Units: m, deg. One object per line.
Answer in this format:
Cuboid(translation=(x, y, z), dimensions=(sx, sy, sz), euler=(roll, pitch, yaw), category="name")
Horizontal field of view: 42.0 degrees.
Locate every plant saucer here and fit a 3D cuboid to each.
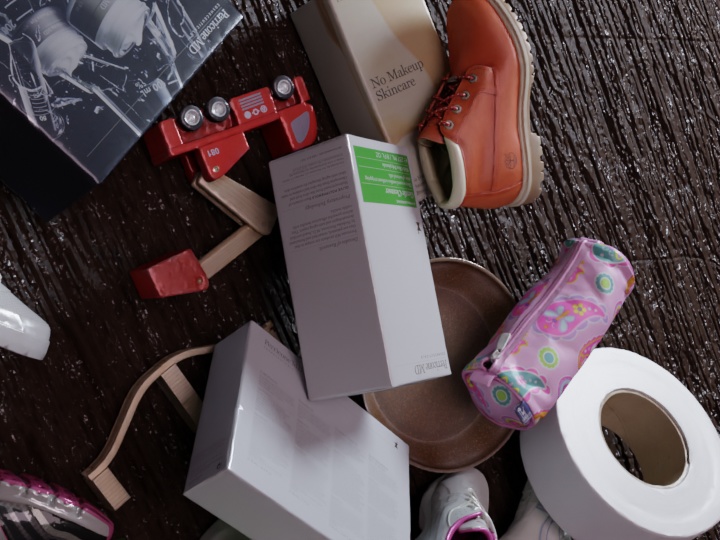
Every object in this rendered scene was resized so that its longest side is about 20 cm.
Cuboid(translation=(0.077, 0.089, 0.894), dimensions=(0.199, 0.037, 0.202), euler=(2, 86, -29), category="plant saucer")

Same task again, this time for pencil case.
Cuboid(translation=(0.178, 0.057, 0.886), dimensions=(0.200, 0.087, 0.088), euler=(-47, 109, -23), category="pencil case")

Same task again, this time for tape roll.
Cuboid(translation=(0.260, 0.180, 0.923), dimensions=(0.201, 0.071, 0.203), euler=(16, 48, -19), category="tape roll")

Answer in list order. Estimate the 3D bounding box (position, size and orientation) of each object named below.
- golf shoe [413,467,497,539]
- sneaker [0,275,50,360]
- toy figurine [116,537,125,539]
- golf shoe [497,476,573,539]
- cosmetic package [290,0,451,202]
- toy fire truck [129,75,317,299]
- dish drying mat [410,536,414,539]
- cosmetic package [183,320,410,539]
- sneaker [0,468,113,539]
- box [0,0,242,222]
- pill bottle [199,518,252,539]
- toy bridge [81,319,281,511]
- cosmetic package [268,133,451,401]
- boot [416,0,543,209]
Cuboid(translation=(0.091, 0.234, 0.826), dimensions=(0.075, 0.091, 0.200), euler=(53, 31, -6), category="golf shoe")
Cuboid(translation=(-0.290, -0.026, 0.666), dimensions=(0.200, 0.074, 0.116), euler=(34, 74, -23), category="sneaker")
Cuboid(translation=(-0.221, 0.289, 0.635), dimensions=(0.183, 0.200, 0.151), euler=(-21, 76, -18), category="toy figurine")
Cuboid(translation=(0.178, 0.242, 0.937), dimensions=(0.199, 0.078, 0.098), euler=(-18, 72, -31), category="golf shoe")
Cuboid(translation=(0.028, -0.167, 0.862), dimensions=(0.105, 0.071, 0.201), euler=(-31, 102, -29), category="cosmetic package")
Cuboid(translation=(-0.112, -0.071, 0.787), dimensions=(0.199, 0.049, 0.142), euler=(-25, 100, -30), category="toy fire truck")
Cuboid(translation=(-0.021, 0.222, 0.838), dimensions=(0.200, 0.018, 0.077), euler=(49, 64, -18), category="dish drying mat")
Cuboid(translation=(-0.040, 0.156, 0.742), dimensions=(0.200, 0.052, 0.151), euler=(42, 31, -27), category="cosmetic package")
Cuboid(translation=(-0.278, 0.184, 0.661), dimensions=(0.199, 0.074, 0.088), euler=(18, 78, -24), category="sneaker")
Cuboid(translation=(-0.219, -0.175, 0.679), dimensions=(0.182, 0.104, 0.200), euler=(45, 54, -21), category="box")
Cuboid(translation=(-0.046, 0.291, 0.763), dimensions=(0.200, 0.114, 0.114), euler=(44, 67, -20), category="pill bottle")
Cuboid(translation=(-0.145, 0.103, 0.768), dimensions=(0.200, 0.027, 0.067), euler=(-41, 106, -27), category="toy bridge")
Cuboid(translation=(0.000, 0.000, 0.777), dimensions=(0.107, 0.085, 0.201), euler=(-3, 79, -59), category="cosmetic package")
Cuboid(translation=(0.094, -0.150, 0.819), dimensions=(0.107, 0.075, 0.201), euler=(-12, 93, -29), category="boot")
